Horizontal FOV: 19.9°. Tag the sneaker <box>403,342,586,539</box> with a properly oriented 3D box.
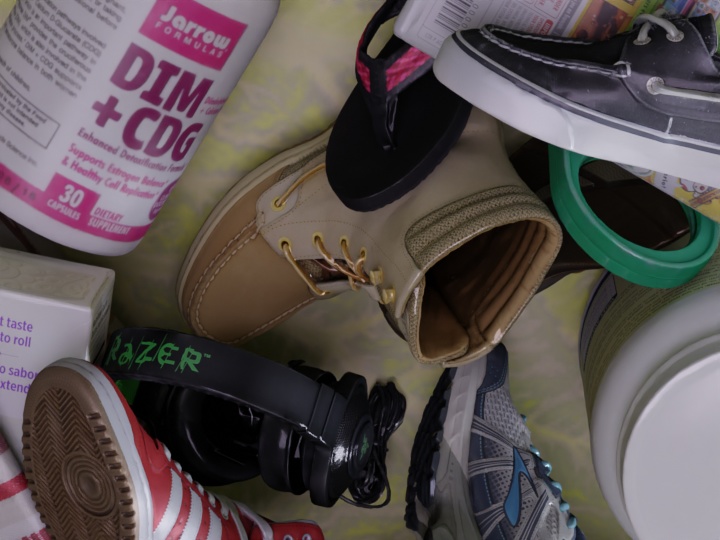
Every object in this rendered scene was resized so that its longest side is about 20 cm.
[{"bbox_3d":[0.069,0.124,1.031,0.086,0.201,0.078,12,143,-8],"label":"sneaker"}]

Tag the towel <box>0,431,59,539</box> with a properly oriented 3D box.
[{"bbox_3d":[-0.200,0.163,0.986,0.143,0.023,0.201,-23,107,11],"label":"towel"}]

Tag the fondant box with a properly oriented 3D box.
[{"bbox_3d":[-0.206,0.086,1.000,0.143,0.058,0.202,11,109,2],"label":"fondant box"}]

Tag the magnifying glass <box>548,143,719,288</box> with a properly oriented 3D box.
[{"bbox_3d":[0.107,-0.075,0.977,0.079,0.201,0.022,-5,143,-31],"label":"magnifying glass"}]

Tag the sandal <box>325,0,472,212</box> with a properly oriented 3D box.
[{"bbox_3d":[0.035,-0.120,0.980,0.045,0.075,0.201,41,74,-43],"label":"sandal"}]

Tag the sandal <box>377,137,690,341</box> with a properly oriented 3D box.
[{"bbox_3d":[0.098,-0.021,1.043,0.199,0.054,0.082,-34,75,26],"label":"sandal"}]

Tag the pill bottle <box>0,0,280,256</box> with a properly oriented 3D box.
[{"bbox_3d":[-0.109,-0.118,0.997,0.113,0.113,0.201,31,105,-6],"label":"pill bottle"}]

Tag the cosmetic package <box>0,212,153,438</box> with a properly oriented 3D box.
[{"bbox_3d":[-0.194,0.036,1.059,0.103,0.087,0.200,-34,102,16],"label":"cosmetic package"}]

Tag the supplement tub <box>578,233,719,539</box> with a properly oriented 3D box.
[{"bbox_3d":[0.180,0.063,0.986,0.144,0.200,0.146,1,106,3],"label":"supplement tub"}]

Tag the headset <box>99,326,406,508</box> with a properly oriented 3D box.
[{"bbox_3d":[-0.041,0.065,1.017,0.123,0.200,0.095,5,68,37],"label":"headset"}]

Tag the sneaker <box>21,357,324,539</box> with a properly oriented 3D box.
[{"bbox_3d":[-0.084,0.113,0.975,0.071,0.112,0.201,2,118,41],"label":"sneaker"}]

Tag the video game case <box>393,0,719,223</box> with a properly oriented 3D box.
[{"bbox_3d":[0.139,-0.147,0.909,0.181,0.023,0.201,29,109,-3],"label":"video game case"}]

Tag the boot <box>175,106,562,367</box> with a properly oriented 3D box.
[{"bbox_3d":[0.000,0.000,1.000,0.199,0.156,0.073,-37,127,10],"label":"boot"}]

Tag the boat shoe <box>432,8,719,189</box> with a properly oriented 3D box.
[{"bbox_3d":[0.132,-0.081,0.882,0.198,0.072,0.068,17,112,-2],"label":"boat shoe"}]
